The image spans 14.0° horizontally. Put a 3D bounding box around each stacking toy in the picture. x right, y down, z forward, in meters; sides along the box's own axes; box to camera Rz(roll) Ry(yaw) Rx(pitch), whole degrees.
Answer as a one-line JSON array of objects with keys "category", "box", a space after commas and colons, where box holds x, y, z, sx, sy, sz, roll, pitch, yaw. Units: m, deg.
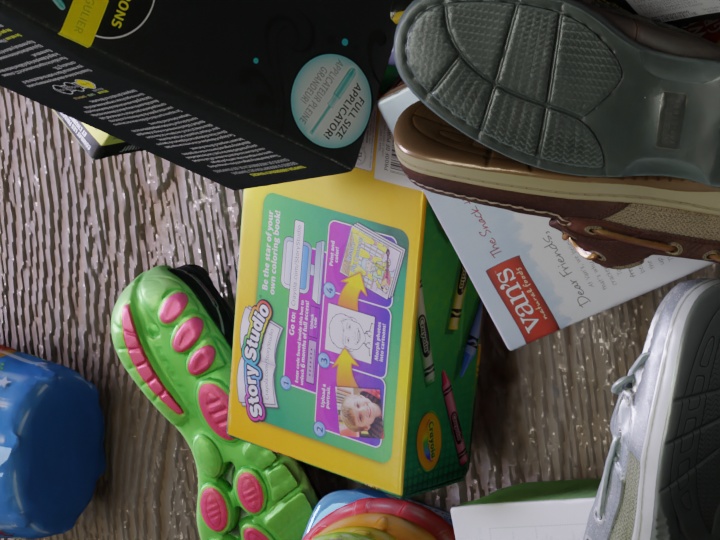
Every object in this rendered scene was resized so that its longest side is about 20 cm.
[{"category": "stacking toy", "box": [-0.008, 0.168, 1.436, 0.116, 0.200, 0.110, 18, 92, 18]}]

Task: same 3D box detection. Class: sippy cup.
[{"category": "sippy cup", "box": [-0.221, 0.097, 1.673, 0.130, 0.178, 0.140, 8, 60, 29]}]

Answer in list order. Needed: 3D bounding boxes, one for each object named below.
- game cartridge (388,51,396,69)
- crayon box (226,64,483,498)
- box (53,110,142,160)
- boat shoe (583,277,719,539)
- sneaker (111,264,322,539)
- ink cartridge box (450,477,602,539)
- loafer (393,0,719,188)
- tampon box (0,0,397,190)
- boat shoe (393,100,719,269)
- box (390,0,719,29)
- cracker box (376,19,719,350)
[{"category": "game cartridge", "box": [0.040, -0.069, 1.469, 0.199, 0.041, 0.134, 12, 103, 39]}, {"category": "crayon box", "box": [0.000, 0.000, 1.456, 0.118, 0.058, 0.201, 17, 110, 37]}, {"category": "box", "box": [-0.088, -0.149, 1.537, 0.050, 0.075, 0.200, 50, 127, 22]}, {"category": "boat shoe", "box": [0.132, 0.091, 1.319, 0.065, 0.074, 0.203, 29, 126, 37]}, {"category": "sneaker", "box": [-0.062, 0.084, 1.568, 0.076, 0.084, 0.201, -16, 105, 24]}, {"category": "ink cartridge box", "box": [0.144, 0.154, 1.408, 0.199, 0.059, 0.104, -8, 93, 41]}, {"category": "loafer", "box": [0.111, -0.075, 1.225, 0.199, 0.063, 0.072, 15, 106, -1]}, {"category": "tampon box", "box": [-0.089, -0.145, 1.341, 0.126, 0.199, 0.151, -6, 64, 61]}, {"category": "boat shoe", "box": [0.111, -0.030, 1.268, 0.199, 0.072, 0.072, 5, 126, -2]}, {"category": "box", "box": [0.108, -0.192, 1.295, 0.159, 0.049, 0.201, -9, 54, 37]}, {"category": "cracker box", "box": [0.126, -0.066, 1.322, 0.199, 0.058, 0.134, -24, 101, 22]}]
